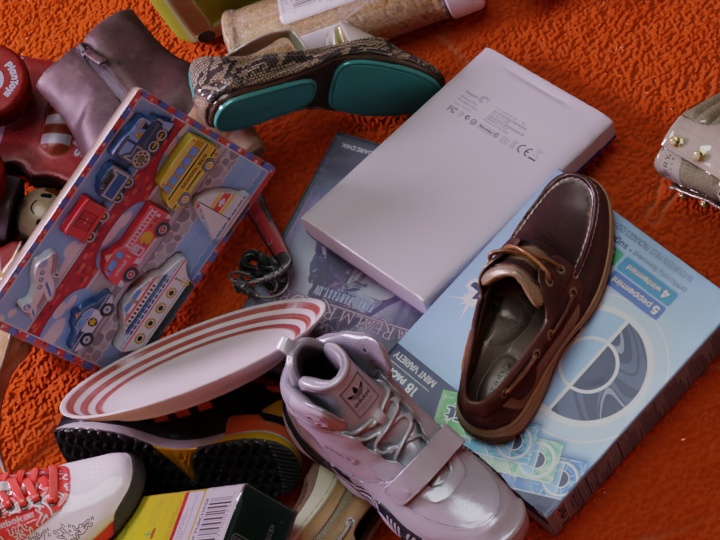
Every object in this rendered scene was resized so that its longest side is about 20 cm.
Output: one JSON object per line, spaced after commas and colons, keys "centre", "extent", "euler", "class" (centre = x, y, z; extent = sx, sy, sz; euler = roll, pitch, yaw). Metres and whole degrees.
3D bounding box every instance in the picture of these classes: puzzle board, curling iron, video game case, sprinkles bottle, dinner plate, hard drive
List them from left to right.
{"centre": [-0.164, -0.020, 1.662], "extent": [0.200, 0.151, 0.017], "euler": [-55, 45, 6], "class": "puzzle board"}
{"centre": [-0.114, 0.068, 1.617], "extent": [0.200, 0.200, 0.024], "euler": [-20, 100, 9], "class": "dinner plate"}
{"centre": [-0.095, -0.053, 1.748], "extent": [0.049, 0.026, 0.200], "euler": [-25, 49, 3], "class": "curling iron"}
{"centre": [-0.006, -0.203, 1.789], "extent": [0.199, 0.068, 0.068], "euler": [-19, 57, 10], "class": "sprinkles bottle"}
{"centre": [0.000, 0.000, 1.702], "extent": [0.143, 0.019, 0.200], "euler": [18, 68, 28], "class": "video game case"}
{"centre": [0.072, -0.068, 1.685], "extent": [0.200, 0.025, 0.132], "euler": [-43, 53, -17], "class": "hard drive"}

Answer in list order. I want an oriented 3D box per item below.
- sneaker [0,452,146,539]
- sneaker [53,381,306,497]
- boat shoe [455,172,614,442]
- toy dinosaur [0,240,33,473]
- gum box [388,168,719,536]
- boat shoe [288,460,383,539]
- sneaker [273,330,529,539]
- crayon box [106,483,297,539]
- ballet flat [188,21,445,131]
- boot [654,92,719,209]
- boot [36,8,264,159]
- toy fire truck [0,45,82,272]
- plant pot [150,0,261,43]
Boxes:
{"centre": [-0.256, 0.167, 1.617], "extent": [0.201, 0.108, 0.067], "euler": [-30, 38, 20], "class": "sneaker"}
{"centre": [-0.121, 0.113, 1.663], "extent": [0.199, 0.070, 0.090], "euler": [1, 40, 25], "class": "sneaker"}
{"centre": [0.114, 0.015, 1.554], "extent": [0.072, 0.072, 0.200], "euler": [20, 72, 23], "class": "boat shoe"}
{"centre": [-0.263, 0.053, 1.709], "extent": [0.058, 0.201, 0.101], "euler": [12, 22, -11], "class": "toy dinosaur"}
{"centre": [0.136, 0.054, 1.597], "extent": [0.170, 0.045, 0.200], "euler": [38, 79, 26], "class": "gum box"}
{"centre": [-0.020, 0.197, 1.570], "extent": [0.076, 0.072, 0.200], "euler": [20, 70, 16], "class": "boat shoe"}
{"centre": [0.020, 0.112, 1.513], "extent": [0.200, 0.115, 0.075], "euler": [33, 72, 27], "class": "sneaker"}
{"centre": [-0.134, 0.216, 1.572], "extent": [0.200, 0.051, 0.127], "euler": [-12, 52, 53], "class": "crayon box"}
{"centre": [-0.035, -0.151, 1.727], "extent": [0.199, 0.068, 0.075], "euler": [-8, 55, -23], "class": "ballet flat"}
{"centre": [0.265, -0.042, 1.582], "extent": [0.154, 0.072, 0.200], "euler": [24, 55, 30], "class": "boot"}
{"centre": [-0.189, -0.083, 1.740], "extent": [0.200, 0.072, 0.166], "euler": [-44, 71, -10], "class": "boot"}
{"centre": [-0.244, -0.077, 1.792], "extent": [0.167, 0.112, 0.201], "euler": [8, 65, 4], "class": "toy fire truck"}
{"centre": [-0.115, -0.307, 1.818], "extent": [0.200, 0.199, 0.182], "euler": [-24, 62, 5], "class": "plant pot"}
